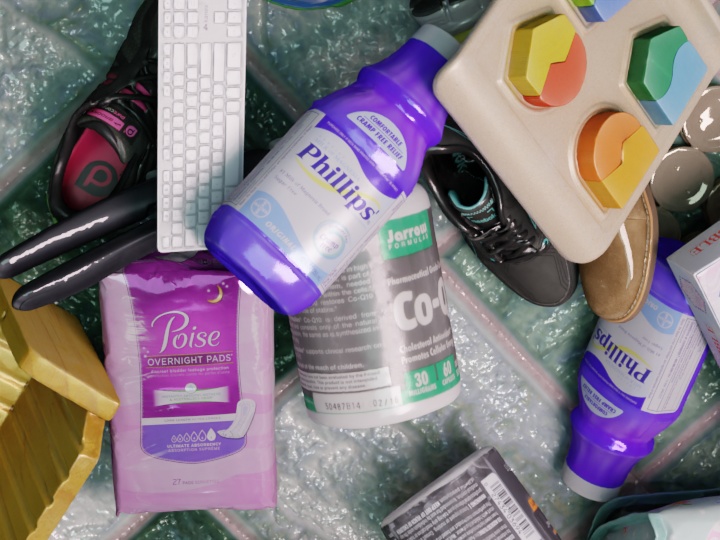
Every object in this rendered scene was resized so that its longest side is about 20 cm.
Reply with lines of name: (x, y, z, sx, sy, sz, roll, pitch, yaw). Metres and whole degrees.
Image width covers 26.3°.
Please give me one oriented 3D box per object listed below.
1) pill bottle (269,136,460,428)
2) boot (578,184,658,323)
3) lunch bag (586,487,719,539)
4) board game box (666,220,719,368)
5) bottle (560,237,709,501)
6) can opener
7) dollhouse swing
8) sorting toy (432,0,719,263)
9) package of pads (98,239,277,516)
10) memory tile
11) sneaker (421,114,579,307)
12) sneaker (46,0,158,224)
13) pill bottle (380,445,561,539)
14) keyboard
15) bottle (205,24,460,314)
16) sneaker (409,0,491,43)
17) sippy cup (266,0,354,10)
pill bottle: (0.000, 0.000, 1.073, 0.113, 0.113, 0.201, -11, 99, -4)
boot: (0.160, -0.059, 1.074, 0.075, 0.074, 0.201, -11, 101, -40)
lunch bag: (0.264, 0.221, 1.135, 0.170, 0.200, 0.122, -5, 80, -8)
board game box: (0.338, 0.017, 1.080, 0.200, 0.041, 0.200, -34, 116, -7)
bottle: (0.203, 0.077, 1.136, 0.065, 0.084, 0.200, 0, 121, -36)
can opener: (-0.148, -0.033, 1.019, 0.200, 0.063, 0.079, -24, 149, -17)
dollhouse swing: (-0.304, 0.103, 1.049, 0.176, 0.182, 0.200, 28, 101, -33)
sorting toy: (0.156, -0.132, 0.997, 0.200, 0.036, 0.185, -53, 124, -16)
package of pads: (-0.120, 0.076, 1.095, 0.120, 0.076, 0.201, -3, 112, -7)
memory tile: (0.213, -0.078, 1.133, 0.200, 0.017, 0.154, 24, 101, -13)
sneaker: (0.089, -0.039, 1.082, 0.075, 0.079, 0.200, -27, 118, 23)
sneaker: (-0.150, -0.108, 1.045, 0.077, 0.084, 0.200, 27, 100, -6)
pill bottle: (0.111, 0.237, 1.125, 0.106, 0.106, 0.200, -36, 84, 3)
keyboard: (-0.099, -0.110, 0.962, 0.056, 0.011, 0.201, -2, 107, -16)
bottle: (-0.007, -0.068, 0.971, 0.084, 0.065, 0.200, 44, 80, -12)
sneaker: (0.137, -0.189, 1.072, 0.200, 0.078, 0.090, -22, 121, 1)
sippy cup: (-0.030, -0.233, 1.004, 0.178, 0.130, 0.140, -29, 107, 1)
